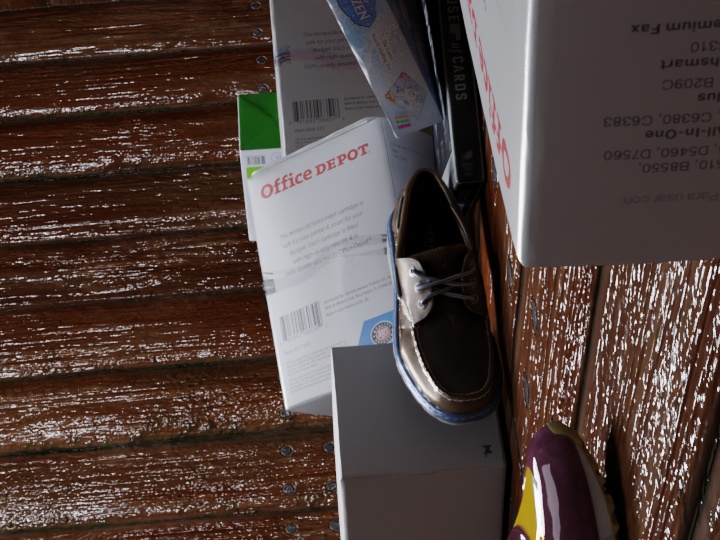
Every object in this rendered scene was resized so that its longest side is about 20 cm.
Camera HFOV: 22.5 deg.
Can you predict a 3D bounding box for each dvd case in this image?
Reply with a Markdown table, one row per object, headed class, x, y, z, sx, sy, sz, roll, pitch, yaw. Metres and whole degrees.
| class | x | y | z | sx | sy | sz | roll | pitch | yaw |
| --- | --- | --- | --- | --- | --- | --- | --- | --- | --- |
| dvd case | 0.067 | -0.149 | 1.364 | 0.150 | 0.024 | 0.202 | 100 | 165 | -81 |

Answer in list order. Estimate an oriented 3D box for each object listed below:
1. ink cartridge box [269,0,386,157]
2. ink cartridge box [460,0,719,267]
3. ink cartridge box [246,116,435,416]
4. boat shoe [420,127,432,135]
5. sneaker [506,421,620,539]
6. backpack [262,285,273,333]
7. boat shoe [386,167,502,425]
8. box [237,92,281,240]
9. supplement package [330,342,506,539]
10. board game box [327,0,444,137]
| class | x | y | z | sx | sy | sz | roll | pitch | yaw |
| --- | --- | --- | --- | --- | --- | --- | --- | --- | --- |
| ink cartridge box | -0.008 | -0.171 | 1.750 | 0.145 | 0.145 | 0.202 | 93 | 173 | -76 |
| ink cartridge box | 0.070 | -0.121 | 0.445 | 0.147 | 0.083 | 0.201 | -97 | 4 | -47 |
| ink cartridge box | 0.000 | 0.000 | 1.454 | 0.086 | 0.146 | 0.202 | 14 | -120 | -51 |
| boat shoe | 0.035 | -0.046 | 1.576 | 0.069 | 0.074 | 0.202 | 80 | -162 | -55 |
| sneaker | 0.075 | 0.172 | 0.845 | 0.075 | 0.089 | 0.202 | -107 | 12 | -81 |
| backpack | -0.016 | 0.019 | 2.179 | 0.200 | 0.181 | 0.136 | 112 | 147 | -59 |
| boat shoe | 0.052 | 0.014 | 1.271 | 0.073 | 0.071 | 0.201 | 89 | 169 | -51 |
| box | -0.046 | -0.127 | 2.220 | 0.177 | 0.198 | 0.097 | 87 | 179 | -53 |
| supplement package | 0.042 | 0.159 | 1.361 | 0.201 | 0.120 | 0.121 | 89 | 177 | -50 |
| board game box | -0.001 | -0.235 | 1.316 | 0.201 | 0.043 | 0.200 | -97 | -16 | -45 |
